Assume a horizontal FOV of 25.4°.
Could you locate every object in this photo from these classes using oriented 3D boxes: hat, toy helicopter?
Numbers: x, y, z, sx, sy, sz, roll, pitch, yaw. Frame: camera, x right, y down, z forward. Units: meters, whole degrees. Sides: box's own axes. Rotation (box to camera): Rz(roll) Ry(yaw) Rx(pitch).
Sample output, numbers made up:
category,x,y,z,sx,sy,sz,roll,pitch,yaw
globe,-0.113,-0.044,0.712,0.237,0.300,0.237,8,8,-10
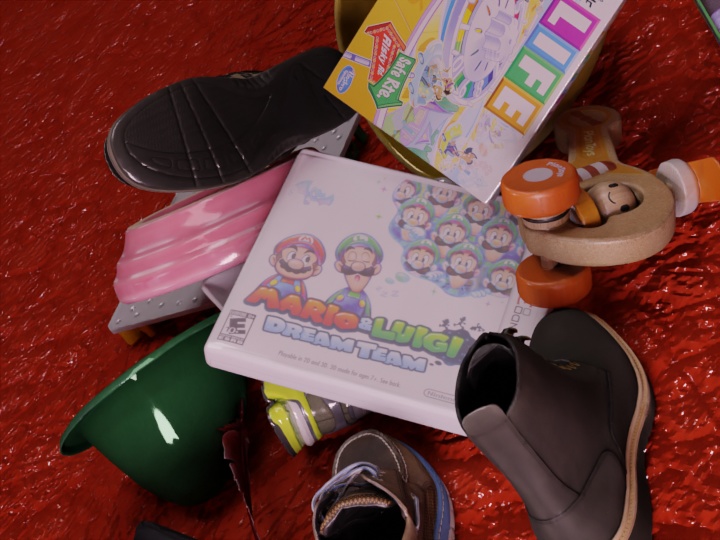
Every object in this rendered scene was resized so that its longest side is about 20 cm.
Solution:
category,x,y,z,sx,sy,sz,roll,pitch,yaw
hat,-0.096,0.143,1.097,0.166,0.177,0.200,-43,-10,29
toy helicopter,0.157,-0.060,1.005,0.131,0.080,0.201,-8,28,9

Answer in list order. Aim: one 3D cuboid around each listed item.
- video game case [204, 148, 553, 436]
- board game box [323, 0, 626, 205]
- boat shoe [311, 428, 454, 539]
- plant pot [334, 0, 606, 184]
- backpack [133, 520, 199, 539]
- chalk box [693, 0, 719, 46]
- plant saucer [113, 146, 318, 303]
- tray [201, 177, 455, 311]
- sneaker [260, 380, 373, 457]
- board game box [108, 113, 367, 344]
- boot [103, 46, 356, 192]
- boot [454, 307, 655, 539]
category,x,y,z,sx,sy,sz,roll,pitch,yaw
video game case,0.024,0.011,1.023,0.198,0.024,0.183,14,52,12
board game box,0.084,-0.164,1.023,0.201,0.134,0.034,-57,-8,15
boat shoe,0.012,0.147,0.914,0.072,0.073,0.201,-35,30,9
plant pot,0.097,-0.178,1.159,0.141,0.202,0.199,-27,20,-33
backpack,-0.124,0.248,0.892,0.162,0.153,0.202,11,75,49
chalk box,0.272,-0.197,1.024,0.124,0.124,0.201,-30,33,15
plant saucer,-0.094,-0.039,1.168,0.199,0.051,0.201,-23,7,3
tray,0.000,0.000,1.083,0.198,0.022,0.107,-24,36,-18
sneaker,-0.018,0.047,1.102,0.080,0.074,0.201,-14,37,9
board game box,-0.099,-0.034,1.326,0.199,0.026,0.201,-15,39,37
boot,-0.112,-0.087,1.109,0.202,0.074,0.153,-24,3,-37
boot,0.100,0.056,0.870,0.077,0.139,0.201,-29,31,17
